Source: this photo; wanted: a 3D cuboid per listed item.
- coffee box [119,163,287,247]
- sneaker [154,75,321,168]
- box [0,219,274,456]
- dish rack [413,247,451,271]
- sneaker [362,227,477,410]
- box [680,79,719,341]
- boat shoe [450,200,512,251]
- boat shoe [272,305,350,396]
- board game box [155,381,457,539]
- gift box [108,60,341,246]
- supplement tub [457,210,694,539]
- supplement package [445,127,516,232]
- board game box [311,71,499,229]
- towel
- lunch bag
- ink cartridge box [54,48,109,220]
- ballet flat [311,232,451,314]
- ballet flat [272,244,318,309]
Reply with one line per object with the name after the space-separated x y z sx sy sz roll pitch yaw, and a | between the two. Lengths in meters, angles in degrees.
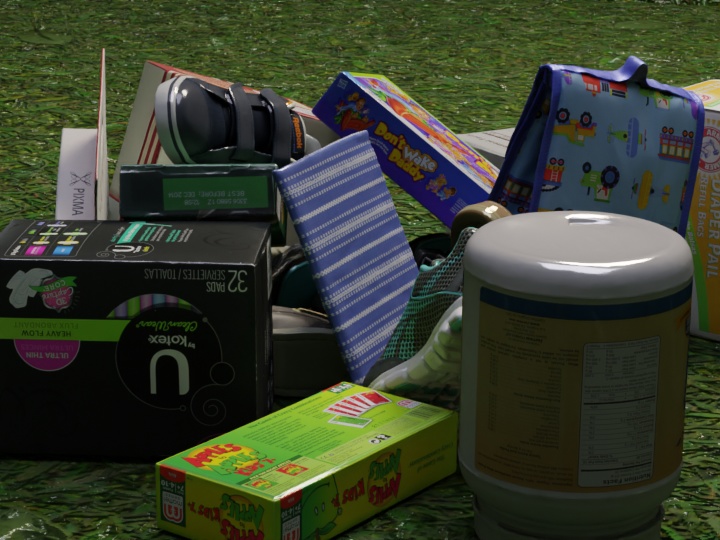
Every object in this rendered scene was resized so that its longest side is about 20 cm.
-0.120 -0.049 1.527 0.123 0.044 0.200 0 -6 -1 | coffee box
-0.092 -0.111 1.530 0.079 0.079 0.200 -7 -10 19 | sneaker
-0.168 0.046 1.397 0.200 0.149 0.124 0 15 3 | box
0.137 0.035 1.572 0.153 0.055 0.200 6 16 -31 | dish rack
0.060 0.038 1.376 0.078 0.091 0.200 12 -31 -24 | sneaker
0.308 -0.054 1.656 0.101 0.200 0.112 14 22 39 | box
0.133 0.020 1.411 0.071 0.200 0.065 4 44 48 | boat shoe
-0.105 0.059 1.502 0.201 0.072 0.061 7 17 -6 | boat shoe
-0.032 0.132 1.292 0.102 0.048 0.200 12 20 35 | board game box
-0.109 -0.066 1.732 0.200 0.187 0.185 15 8 -24 | gift box
0.135 0.073 1.227 0.144 0.200 0.145 0 17 0 | supplement tub
0.194 -0.075 1.871 0.200 0.117 0.117 -10 20 -30 | supplement package
0.064 -0.090 1.646 0.200 0.045 0.134 40 13 9 | board game box
0.000 0.000 1.492 0.024 0.200 0.145 -16 8 31 | towel
0.185 -0.068 1.494 0.150 0.200 0.094 8 16 -29 | lunch bag
-0.235 -0.062 1.615 0.043 0.174 0.200 -1 38 -5 | ink cartridge box
0.032 0.009 1.684 0.068 0.068 0.200 -2 10 43 | ballet flat
-0.088 0.012 1.612 0.072 0.072 0.200 12 27 35 | ballet flat
